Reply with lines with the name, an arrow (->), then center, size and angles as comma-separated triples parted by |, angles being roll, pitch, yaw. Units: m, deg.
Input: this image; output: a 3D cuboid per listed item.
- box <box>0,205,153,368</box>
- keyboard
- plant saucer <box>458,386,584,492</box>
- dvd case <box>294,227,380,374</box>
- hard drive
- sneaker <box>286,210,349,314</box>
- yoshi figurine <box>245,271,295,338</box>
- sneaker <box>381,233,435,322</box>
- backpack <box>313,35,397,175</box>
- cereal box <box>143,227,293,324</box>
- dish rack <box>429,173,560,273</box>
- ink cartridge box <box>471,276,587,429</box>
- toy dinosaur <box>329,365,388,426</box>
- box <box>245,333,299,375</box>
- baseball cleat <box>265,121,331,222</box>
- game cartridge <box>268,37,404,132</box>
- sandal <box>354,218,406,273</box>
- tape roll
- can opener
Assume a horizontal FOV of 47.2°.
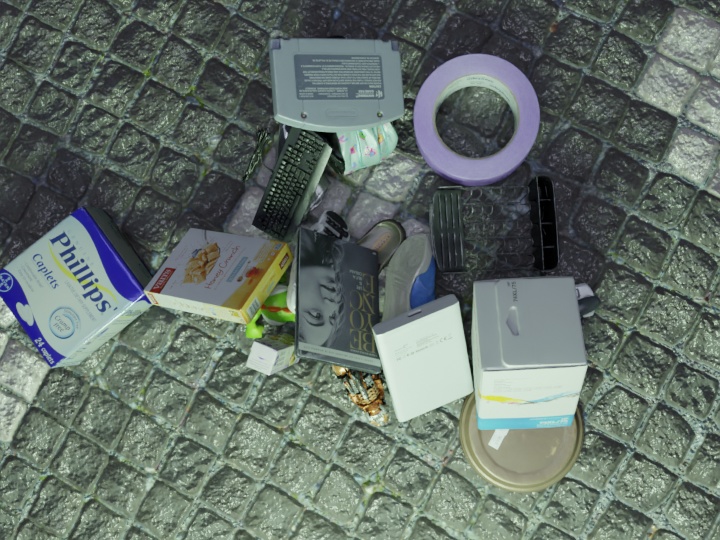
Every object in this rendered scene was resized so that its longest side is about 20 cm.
box -> -0.461, 0.027, 1.350 | 0.200, 0.105, 0.184 | -38, 84, 2
keyboard -> -0.130, -0.147, 1.292 | 0.127, 0.021, 0.201 | 32, 122, 8
plant saucer -> 0.255, 0.252, 1.306 | 0.198, 0.029, 0.202 | 0, 87, 6
dvd case -> -0.032, 0.045, 1.232 | 0.148, 0.016, 0.202 | 16, 61, -33
hard drive -> 0.099, 0.137, 1.250 | 0.131, 0.201, 0.026 | -21, 41, -7
sneaker -> -0.077, -0.003, 1.290 | 0.081, 0.201, 0.075 | -25, 122, 38
yoshi figurine -> -0.158, 0.048, 1.339 | 0.198, 0.113, 0.112 | 10, 47, 20
sneaker -> 0.096, 0.049, 1.313 | 0.076, 0.111, 0.201 | -11, 55, 36
backpack -> -0.027, -0.257, 1.304 | 0.126, 0.167, 0.201 | -22, 91, -1
cereal box -> -0.222, 0.005, 1.283 | 0.199, 0.040, 0.144 | 9, 51, 29
dish rack -> 0.208, -0.068, 1.297 | 0.198, 0.055, 0.155 | -3, 86, -11
ink cartridge box -> 0.239, 0.124, 1.206 | 0.145, 0.201, 0.148 | -3, 57, 5
toy dinosaur -> -0.006, 0.138, 1.279 | 0.101, 0.136, 0.202 | -6, 94, 3
box -> -0.127, 0.126, 1.264 | 0.041, 0.200, 0.039 | 20, 92, 9
baseball cleat -> -0.097, -0.179, 1.353 | 0.105, 0.070, 0.202 | 7, 97, 0
game cartridge -> -0.034, -0.273, 1.215 | 0.198, 0.041, 0.134 | -4, 85, -18
sandal -> 0.000, 0.000, 1.331 | 0.082, 0.055, 0.200 | 42, 91, 7
tape roll -> 0.185, -0.240, 1.324 | 0.198, 0.066, 0.202 | 0, 87, 6
can opener -> 0.274, 0.062, 1.295 | 0.198, 0.067, 0.054 | -11, 85, 4
